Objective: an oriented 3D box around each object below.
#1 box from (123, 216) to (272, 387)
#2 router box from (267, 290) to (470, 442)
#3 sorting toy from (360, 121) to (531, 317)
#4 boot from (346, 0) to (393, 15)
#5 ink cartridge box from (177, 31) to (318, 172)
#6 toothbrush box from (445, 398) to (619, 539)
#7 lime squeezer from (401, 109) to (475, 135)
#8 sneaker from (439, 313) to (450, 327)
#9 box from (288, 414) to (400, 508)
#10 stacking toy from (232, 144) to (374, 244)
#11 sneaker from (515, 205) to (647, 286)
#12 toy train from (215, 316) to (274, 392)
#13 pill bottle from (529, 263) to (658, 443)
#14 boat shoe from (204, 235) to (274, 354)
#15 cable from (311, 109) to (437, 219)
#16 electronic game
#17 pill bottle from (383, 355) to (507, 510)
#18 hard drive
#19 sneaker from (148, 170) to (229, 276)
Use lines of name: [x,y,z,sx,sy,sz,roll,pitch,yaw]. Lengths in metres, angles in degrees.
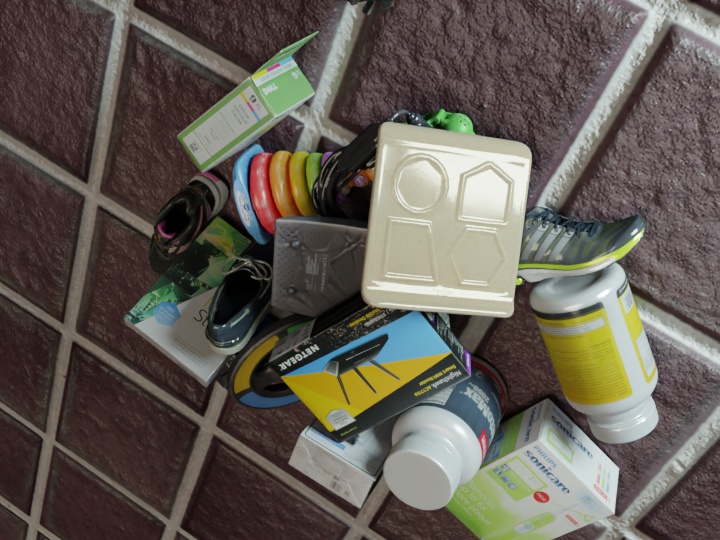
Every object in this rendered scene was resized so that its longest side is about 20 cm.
box: [-0.206,0.040,1.112,0.144,0.200,0.036,36,155,4]
router box: [0.012,0.107,0.967,0.199,0.051,0.149,-32,111,23]
sorting toy: [0.095,-0.054,0.891,0.184,0.036,0.201,5,90,-18]
boot: [0.036,-0.381,0.834,0.162,0.073,0.199,-2,115,32]
ink cartridge box: [-0.125,-0.205,0.989,0.200,0.104,0.059,-29,101,35]
toothbrush box: [0.221,0.285,1.080,0.146,0.086,0.200,45,126,-9]
lime squeezer: [0.093,-0.161,0.951,0.199,0.038,0.071,16,153,18]
sneaker: [0.089,0.051,1.049,0.092,0.076,0.201,19,122,-9]
box: [0.002,0.213,1.091,0.116,0.200,0.060,29,124,12]
stacking toy: [-0.053,-0.112,1.019,0.199,0.110,0.117,-9,113,15]
sneaker: [0.226,-0.037,0.921,0.199,0.074,0.081,-14,105,30]
toy train: [-0.206,0.076,1.176,0.087,0.114,0.200,-35,97,36]
pill bottle: [0.280,0.097,0.938,0.112,0.112,0.201,-13,109,32]
boat shoe: [-0.152,0.016,1.062,0.074,0.200,0.062,16,142,14]
cable: [0.036,-0.099,0.961,0.163,0.051,0.200,25,128,-31]
electronic game: [-0.090,0.126,1.110,0.042,0.199,0.201,57,135,35]
pill bottle: [0.109,0.208,1.032,0.119,0.200,0.120,12,121,21]
hard drive: [-0.006,0.001,0.965,0.199,0.042,0.136,9,121,5]
sneaker: [-0.271,-0.060,1.154,0.080,0.086,0.200,38,127,6]
